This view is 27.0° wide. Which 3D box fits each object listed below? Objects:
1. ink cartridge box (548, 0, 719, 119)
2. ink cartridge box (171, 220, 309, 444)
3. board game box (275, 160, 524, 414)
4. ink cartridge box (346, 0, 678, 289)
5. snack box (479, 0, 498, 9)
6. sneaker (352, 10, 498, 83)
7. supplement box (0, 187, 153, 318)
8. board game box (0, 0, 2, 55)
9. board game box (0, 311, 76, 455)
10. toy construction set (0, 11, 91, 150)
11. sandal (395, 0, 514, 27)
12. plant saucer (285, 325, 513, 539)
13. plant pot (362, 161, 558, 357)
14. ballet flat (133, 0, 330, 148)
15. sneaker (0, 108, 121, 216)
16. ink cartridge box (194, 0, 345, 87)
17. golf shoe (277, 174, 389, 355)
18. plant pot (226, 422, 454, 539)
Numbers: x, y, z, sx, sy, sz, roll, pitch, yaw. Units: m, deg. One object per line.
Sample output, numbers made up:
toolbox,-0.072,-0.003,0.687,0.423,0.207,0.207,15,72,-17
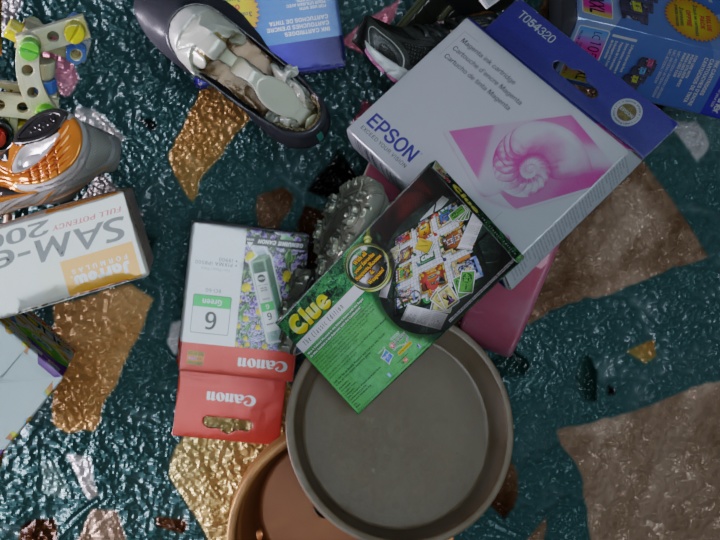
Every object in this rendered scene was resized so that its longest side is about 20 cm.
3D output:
ink cartridge box,0.274,-0.219,1.351,0.198,0.137,0.077,13,137,-9
ink cartridge box,-0.111,0.060,1.368,0.108,0.050,0.202,6,93,-8
board game box,0.028,0.016,1.193,0.105,0.023,0.200,47,119,2
ink cartridge box,0.123,-0.118,1.231,0.200,0.043,0.196,-44,63,-6
snack box,0.103,-0.292,1.294,0.072,0.201,0.024,-36,124,9
sneaker,0.085,-0.197,1.333,0.198,0.080,0.087,15,110,-33
supplement box,-0.246,-0.020,1.270,0.125,0.200,0.074,-17,96,-6
board game box,-0.398,-0.306,1.192,0.197,0.200,0.202,-4,62,-7
board game box,-0.315,0.085,1.268,0.103,0.200,0.105,40,88,-8
toy construction set,-0.336,-0.178,1.301,0.198,0.092,0.132,12,117,0
sandal,0.097,-0.259,1.368,0.201,0.057,0.080,-40,117,11
plant saucer,0.032,0.133,1.266,0.198,0.029,0.202,3,78,-13
plant pot,0.091,-0.050,1.326,0.178,0.200,0.202,24,91,7
ballet flat,-0.104,-0.176,1.254,0.200,0.073,0.073,39,89,-10
sneaker,-0.291,-0.076,1.297,0.198,0.092,0.077,-16,76,29
ink cartridge box,-0.090,-0.239,1.330,0.135,0.076,0.202,-9,97,-6
golf shoe,0.000,0.000,1.284,0.096,0.079,0.201,14,137,-15
plant pot,-0.024,0.226,1.348,0.198,0.140,0.203,0,94,-7
